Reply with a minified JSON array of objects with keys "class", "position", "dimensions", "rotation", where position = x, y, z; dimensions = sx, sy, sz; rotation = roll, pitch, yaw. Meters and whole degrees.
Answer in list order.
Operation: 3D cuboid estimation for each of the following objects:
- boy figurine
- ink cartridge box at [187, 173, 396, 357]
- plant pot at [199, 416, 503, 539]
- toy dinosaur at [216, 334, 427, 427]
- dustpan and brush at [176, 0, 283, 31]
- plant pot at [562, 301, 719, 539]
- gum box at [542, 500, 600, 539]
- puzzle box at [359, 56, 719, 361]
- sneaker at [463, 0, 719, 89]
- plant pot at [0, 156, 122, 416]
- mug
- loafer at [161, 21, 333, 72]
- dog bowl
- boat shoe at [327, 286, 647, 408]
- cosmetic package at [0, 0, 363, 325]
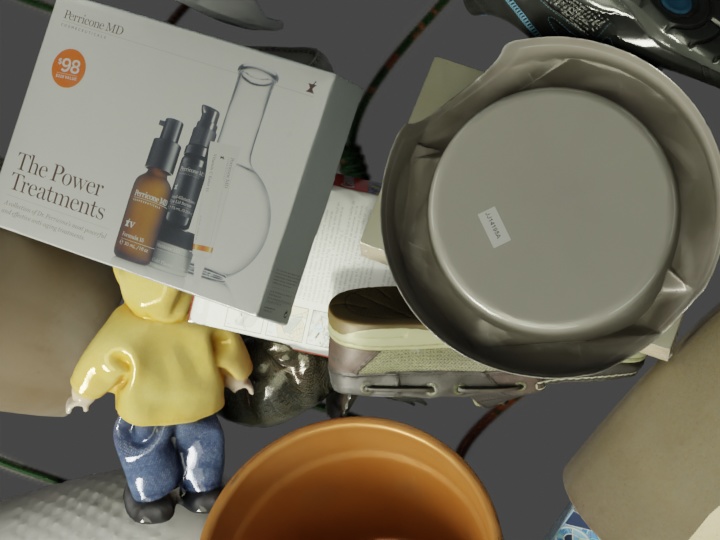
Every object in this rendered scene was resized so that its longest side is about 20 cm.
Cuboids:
[{"class":"boy figurine","position":[-0.130,0.062,1.502],"dimensions":[0.124,0.064,0.201],"rotation":[-11,113,-15]},{"class":"ink cartridge box","position":[0.000,0.000,1.476],"dimensions":[0.199,0.050,0.110],"rotation":[13,102,-2]},{"class":"plant pot","position":[0.004,0.213,1.531],"dimensions":[0.199,0.201,0.140],"rotation":[9,157,15]},{"class":"toy dinosaur","position":[-0.065,0.065,1.558],"dimensions":[0.199,0.077,0.103],"rotation":[-12,97,20]},{"class":"dustpan and brush","position":[-0.138,-0.190,1.451],"dimensions":[0.199,0.140,0.058],"rotation":[9,101,-16]},{"class":"plant pot","position":[0.250,0.088,1.411],"dimensions":[0.187,0.187,0.201],"rotation":[30,109,3]},{"class":"gum box","position":[0.181,0.237,1.541],"dimensions":[0.169,0.045,0.200],"rotation":[31,139,3]},{"class":"puzzle box","position":[0.114,-0.038,1.420],"dimensions":[0.199,0.134,0.025],"rotation":[20,161,10]},{"class":"sneaker","position":[0.152,-0.155,1.387],"dimensions":[0.199,0.073,0.082],"rotation":[28,143,7]},{"class":"plant pot","position":[-0.252,0.013,1.547],"dimensions":[0.173,0.200,0.201],"rotation":[24,122,-11]},{"class":"mug","position":[-0.141,0.222,1.635],"dimensions":[0.174,0.148,0.200],"rotation":[-17,139,23]},{"class":"loafer","position":[-0.113,-0.122,1.486],"dimensions":[0.199,0.070,0.070],"rotation":[-5,119,21]},{"class":"dog bowl","position":[0.112,-0.032,1.365],"dimensions":[0.199,0.059,0.201],"rotation":[-1,78,6]},{"class":"boat shoe","position":[0.076,0.049,1.432],"dimensions":[0.199,0.073,0.065],"rotation":[5,118,-6]},{"class":"cosmetic package","position":[-0.114,-0.069,1.425],"dimensions":[0.199,0.052,0.152],"rotation":[18,88,23]}]
